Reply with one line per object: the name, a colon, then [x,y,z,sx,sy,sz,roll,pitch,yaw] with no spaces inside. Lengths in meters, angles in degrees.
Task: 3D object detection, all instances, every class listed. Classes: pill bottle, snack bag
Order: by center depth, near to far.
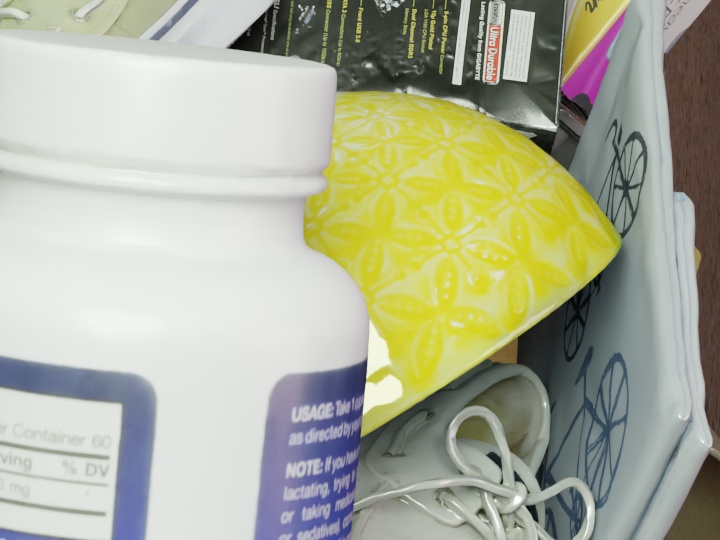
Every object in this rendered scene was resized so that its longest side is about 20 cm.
pill bottle: [-0.059,0.044,0.619,0.120,0.119,0.201,-19,116,-74]
snack bag: [0.083,0.032,0.842,0.189,0.021,0.201,106,-10,-47]

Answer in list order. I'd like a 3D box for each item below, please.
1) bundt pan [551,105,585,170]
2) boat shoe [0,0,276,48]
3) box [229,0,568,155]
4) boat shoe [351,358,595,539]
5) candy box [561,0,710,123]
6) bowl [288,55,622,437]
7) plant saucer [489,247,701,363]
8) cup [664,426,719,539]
bundt pan: [0.036,-0.061,1.039,0.076,0.202,0.202,-50,163,3]
boat shoe: [-0.093,-0.065,0.770,0.062,0.072,0.200,48,37,-8]
box: [0.000,-0.143,0.894,0.049,0.159,0.201,98,-3,-73]
boat shoe: [0.030,0.077,0.775,0.202,0.086,0.075,-46,118,-68]
candy box: [0.061,-0.170,0.974,0.137,0.200,0.061,-51,154,4]
bowl: [-0.026,-0.004,0.788,0.108,0.200,0.200,59,20,-4]
plant saucer: [0.053,0.004,1.143,0.049,0.200,0.200,-57,-176,34]
cup: [0.085,0.099,1.253,0.201,0.199,0.144,75,-2,-47]
